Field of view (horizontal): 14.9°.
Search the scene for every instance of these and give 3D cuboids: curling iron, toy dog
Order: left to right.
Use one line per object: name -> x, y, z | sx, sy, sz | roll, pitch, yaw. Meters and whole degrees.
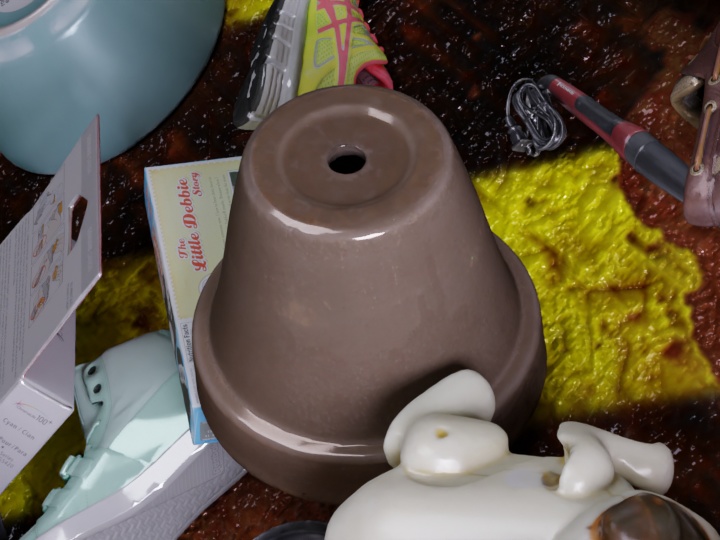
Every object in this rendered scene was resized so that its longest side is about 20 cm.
toy dog -> 0.091, 0.141, 1.355 | 0.199, 0.193, 0.141 | 12, 103, 38
curling iron -> 0.155, -0.061, 1.579 | 0.200, 0.025, 0.050 | 32, 102, 41

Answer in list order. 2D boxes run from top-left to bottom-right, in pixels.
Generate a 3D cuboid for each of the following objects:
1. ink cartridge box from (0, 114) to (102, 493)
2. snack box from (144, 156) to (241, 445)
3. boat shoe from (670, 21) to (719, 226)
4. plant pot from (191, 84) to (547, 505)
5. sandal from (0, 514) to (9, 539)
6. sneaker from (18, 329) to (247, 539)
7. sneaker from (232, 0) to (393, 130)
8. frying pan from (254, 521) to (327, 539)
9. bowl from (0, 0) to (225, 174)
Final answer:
ink cartridge box -> -0.194, 0.024, 1.691 | 0.176, 0.045, 0.200 | -49, 24, 21
snack box -> -0.059, 0.011, 1.636 | 0.115, 0.037, 0.201 | -7, 47, -8
boat shoe -> 0.195, -0.099, 1.435 | 0.072, 0.072, 0.201 | -10, 48, 20
plant pot -> 0.000, 0.000, 1.492 | 0.199, 0.175, 0.201 | -2, 49, 3
sandal -> -0.244, 0.156, 1.623 | 0.075, 0.201, 0.045 | -17, 25, -35
sneaker -> -0.159, 0.122, 1.639 | 0.200, 0.074, 0.118 | -39, 49, -8
sneaker -> -0.020, -0.136, 1.738 | 0.201, 0.090, 0.078 | -76, 12, -50
frying pan -> -0.026, 0.223, 1.486 | 0.115, 0.031, 0.191 | -31, 53, 16
bowl -> -0.202, -0.178, 1.874 | 0.200, 0.105, 0.202 | -20, 48, 24
